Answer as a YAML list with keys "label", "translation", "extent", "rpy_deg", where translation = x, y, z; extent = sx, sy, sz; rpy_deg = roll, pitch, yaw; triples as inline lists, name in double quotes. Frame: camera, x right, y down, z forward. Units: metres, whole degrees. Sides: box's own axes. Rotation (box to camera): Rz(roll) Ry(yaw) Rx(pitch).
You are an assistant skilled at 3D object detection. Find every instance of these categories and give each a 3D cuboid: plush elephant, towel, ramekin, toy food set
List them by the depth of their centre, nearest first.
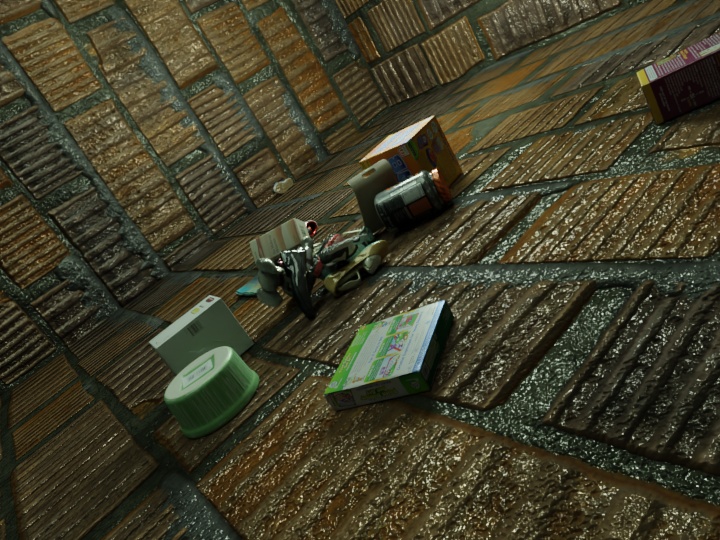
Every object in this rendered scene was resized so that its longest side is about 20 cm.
- label: "ramekin"
  translation: [-0.331, 0.259, 1.260]
  extent: [0.199, 0.098, 0.200]
  rpy_deg: [-29, 19, 11]
- label: "plush elephant"
  translation: [-0.219, 0.011, 1.598]
  extent: [0.153, 0.166, 0.201]
  rpy_deg: [10, 34, -12]
- label: "toy food set"
  translation: [0.042, -0.210, 1.707]
  extent: [0.143, 0.201, 0.060]
  rpy_deg: [-34, 40, -20]
- label: "towel"
  translation: [-0.334, 0.039, 1.955]
  extent: [0.147, 0.022, 0.199]
  rpy_deg: [-43, 21, -27]

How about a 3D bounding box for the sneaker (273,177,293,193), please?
- label: "sneaker"
  translation: [-0.506, -0.510, 3.555]
  extent: [0.108, 0.071, 0.200]
  rpy_deg: [-15, 18, 30]

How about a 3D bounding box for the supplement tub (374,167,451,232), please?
- label: "supplement tub"
  translation: [0.149, -0.200, 1.617]
  extent: [0.198, 0.123, 0.123]
  rpy_deg: [-25, 19, 18]

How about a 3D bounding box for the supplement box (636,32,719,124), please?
- label: "supplement box"
  translation: [0.738, -0.430, 1.278]
  extent: [0.199, 0.104, 0.131]
  rpy_deg: [-22, 21, 31]

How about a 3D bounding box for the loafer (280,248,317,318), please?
- label: "loafer"
  translation: [-0.145, 0.026, 1.470]
  extent: [0.072, 0.202, 0.073]
  rpy_deg: [-17, -23, -11]

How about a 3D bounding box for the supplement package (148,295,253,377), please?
- label: "supplement package"
  translation: [-0.410, 0.187, 1.482]
  extent: [0.200, 0.157, 0.111]
  rpy_deg: [-40, 20, -23]

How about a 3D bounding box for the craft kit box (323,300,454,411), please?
- label: "craft kit box"
  translation: [0.054, 0.148, 1.011]
  extent: [0.196, 0.049, 0.200]
  rpy_deg: [-18, 23, 31]

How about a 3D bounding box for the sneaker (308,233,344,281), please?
- label: "sneaker"
  translation: [-0.073, -0.030, 1.592]
  extent: [0.071, 0.097, 0.201]
  rpy_deg: [-62, 2, 35]

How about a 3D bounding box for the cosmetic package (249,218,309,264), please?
- label: "cosmetic package"
  translation: [-0.283, -0.093, 2.041]
  extent: [0.199, 0.104, 0.087]
  rpy_deg: [-28, -17, 18]

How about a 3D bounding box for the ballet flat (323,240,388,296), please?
- label: "ballet flat"
  translation: [0.000, 0.000, 1.474]
  extent: [0.199, 0.069, 0.063]
  rpy_deg: [-36, 46, -2]

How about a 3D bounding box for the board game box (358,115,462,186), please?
- label: "board game box"
  translation: [0.159, -0.322, 1.789]
  extent: [0.199, 0.201, 0.200]
  rpy_deg: [-13, 26, 44]

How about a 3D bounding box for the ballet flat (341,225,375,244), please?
- label: "ballet flat"
  translation: [-0.051, -0.072, 1.699]
  extent: [0.198, 0.075, 0.074]
  rpy_deg: [-26, 19, 13]

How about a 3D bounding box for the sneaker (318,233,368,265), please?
- label: "sneaker"
  translation: [-0.032, -0.041, 1.508]
  extent: [0.073, 0.081, 0.199]
  rpy_deg: [-12, 6, 38]

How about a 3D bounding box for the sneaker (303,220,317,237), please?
- label: "sneaker"
  translation: [-0.248, -0.124, 2.157]
  extent: [0.201, 0.068, 0.107]
  rpy_deg: [-40, 17, -31]

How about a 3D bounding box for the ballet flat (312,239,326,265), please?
- label: "ballet flat"
  translation: [-0.171, -0.029, 1.788]
  extent: [0.199, 0.073, 0.073]
  rpy_deg: [-39, 19, -17]
